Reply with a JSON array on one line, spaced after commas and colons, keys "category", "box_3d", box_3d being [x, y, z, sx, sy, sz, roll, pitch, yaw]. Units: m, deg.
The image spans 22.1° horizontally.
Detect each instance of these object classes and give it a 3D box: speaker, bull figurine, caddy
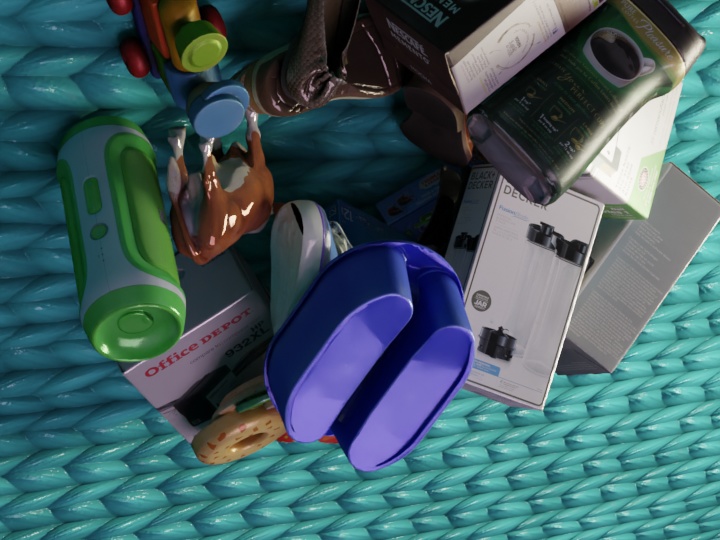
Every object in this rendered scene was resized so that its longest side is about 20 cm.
[{"category": "speaker", "box_3d": [-0.192, -0.027, 1.468, 0.088, 0.200, 0.089, -10, 142, -8]}, {"category": "bull figurine", "box_3d": [-0.112, -0.073, 1.548, 0.065, 0.200, 0.122, -5, 106, 13]}, {"category": "caddy", "box_3d": [0.006, 0.069, 1.554, 0.141, 0.105, 0.200, 28, 110, -24]}]

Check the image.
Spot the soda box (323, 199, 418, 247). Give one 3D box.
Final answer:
[{"category": "soda box", "box_3d": [0.029, 0.009, 1.756, 0.200, 0.068, 0.064, 26, 136, -37]}]

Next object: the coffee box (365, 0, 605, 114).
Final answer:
[{"category": "coffee box", "box_3d": [0.117, -0.236, 1.501, 0.200, 0.113, 0.080, -40, 144, -11]}]

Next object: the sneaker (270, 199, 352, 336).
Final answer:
[{"category": "sneaker", "box_3d": [0.000, 0.000, 1.620, 0.146, 0.081, 0.200, -10, 143, -15]}]

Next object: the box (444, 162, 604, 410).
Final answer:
[{"category": "box", "box_3d": [0.133, 0.014, 1.664, 0.116, 0.060, 0.201, 22, 81, -23]}]

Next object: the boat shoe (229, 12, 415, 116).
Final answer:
[{"category": "boat shoe", "box_3d": [-0.032, -0.174, 1.544, 0.200, 0.076, 0.072, -17, 104, -45]}]

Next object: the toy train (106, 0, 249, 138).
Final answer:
[{"category": "toy train", "box_3d": [-0.138, -0.198, 1.386, 0.084, 0.116, 0.200, -24, 144, -11]}]

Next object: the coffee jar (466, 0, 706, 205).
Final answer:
[{"category": "coffee jar", "box_3d": [0.190, -0.154, 1.532, 0.200, 0.104, 0.085, -42, 176, -14]}]

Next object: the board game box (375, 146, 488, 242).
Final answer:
[{"category": "board game box", "box_3d": [0.125, -0.065, 1.813, 0.200, 0.037, 0.151, -31, 145, -2]}]

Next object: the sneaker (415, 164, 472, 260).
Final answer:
[{"category": "sneaker", "box_3d": [0.080, 0.009, 1.708, 0.104, 0.060, 0.200, 39, 68, -28]}]

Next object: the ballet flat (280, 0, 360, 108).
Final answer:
[{"category": "ballet flat", "box_3d": [-0.017, -0.224, 1.440, 0.067, 0.046, 0.201, 7, 100, -45]}]

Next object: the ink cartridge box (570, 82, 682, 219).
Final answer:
[{"category": "ink cartridge box", "box_3d": [0.202, -0.148, 1.675, 0.200, 0.084, 0.147, 29, 73, -52]}]

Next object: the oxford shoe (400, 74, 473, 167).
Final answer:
[{"category": "oxford shoe", "box_3d": [0.081, -0.146, 1.636, 0.071, 0.071, 0.200, -60, 173, -14]}]

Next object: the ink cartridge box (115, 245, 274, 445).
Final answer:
[{"category": "ink cartridge box", "box_3d": [-0.139, 0.074, 1.738, 0.145, 0.084, 0.200, -32, 145, 1]}]

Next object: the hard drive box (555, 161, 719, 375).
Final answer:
[{"category": "hard drive box", "box_3d": [0.246, 0.001, 1.803, 0.200, 0.077, 0.156, -53, -171, -12]}]

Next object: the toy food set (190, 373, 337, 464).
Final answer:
[{"category": "toy food set", "box_3d": [-0.045, 0.128, 1.708, 0.200, 0.049, 0.198, 3, 154, -42]}]
